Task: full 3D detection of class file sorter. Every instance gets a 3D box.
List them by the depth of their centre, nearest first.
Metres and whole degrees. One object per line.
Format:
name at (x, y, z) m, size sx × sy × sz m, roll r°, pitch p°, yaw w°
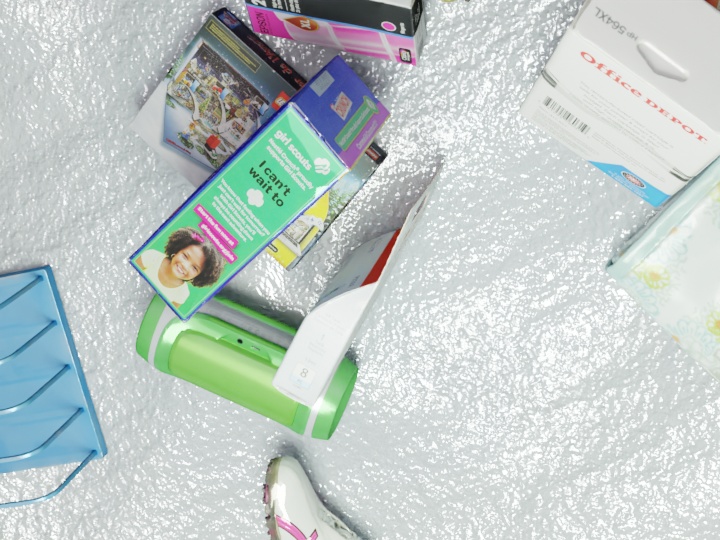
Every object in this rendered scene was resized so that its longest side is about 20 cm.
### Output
file sorter at (-0.356, 0.120, 1.471) m, size 0.137 × 0.123 × 0.203 m, roll -10°, pitch 106°, yaw 19°

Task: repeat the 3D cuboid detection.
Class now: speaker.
speaker at (-0.105, 0.083, 1.410) m, size 0.198 × 0.088 × 0.089 m, roll 24°, pitch 113°, yaw 7°

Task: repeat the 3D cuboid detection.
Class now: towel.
towel at (0.332, -0.010, 1.278) m, size 0.171 × 0.048 × 0.200 m, roll 44°, pitch 114°, yaw -1°

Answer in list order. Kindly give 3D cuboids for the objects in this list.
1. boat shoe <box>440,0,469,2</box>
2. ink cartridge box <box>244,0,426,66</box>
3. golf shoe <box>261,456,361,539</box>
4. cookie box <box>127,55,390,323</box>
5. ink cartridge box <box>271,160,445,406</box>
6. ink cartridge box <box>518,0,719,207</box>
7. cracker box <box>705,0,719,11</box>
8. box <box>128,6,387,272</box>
boat shoe at (0.090, -0.252, 1.253) m, size 0.197 × 0.072 × 0.060 m, roll -2°, pitch 105°, yaw 10°
ink cartridge box at (-0.043, -0.229, 1.286) m, size 0.197 × 0.095 × 0.038 m, roll 15°, pitch 70°, yaw 12°
golf shoe at (-0.035, 0.261, 1.460) m, size 0.091 × 0.073 × 0.202 m, roll -13°, pitch 114°, yaw 12°
cookie box at (-0.080, -0.071, 1.263) m, size 0.075 × 0.171 × 0.200 m, roll 45°, pitch 113°, yaw -6°
ink cartridge box at (0.000, 0.000, 1.311) m, size 0.047 × 0.160 × 0.202 m, roll 28°, pitch 113°, yaw 3°
ink cartridge box at (0.218, -0.143, 1.178) m, size 0.145 × 0.200 × 0.085 m, roll 35°, pitch 77°, yaw 2°
cracker box at (0.368, -0.190, 1.202) m, size 0.198 × 0.058 × 0.135 m, roll 23°, pitch 113°, yaw 8°
box at (-0.093, -0.116, 1.365) m, size 0.200 × 0.038 × 0.137 m, roll 42°, pitch 113°, yaw -1°
